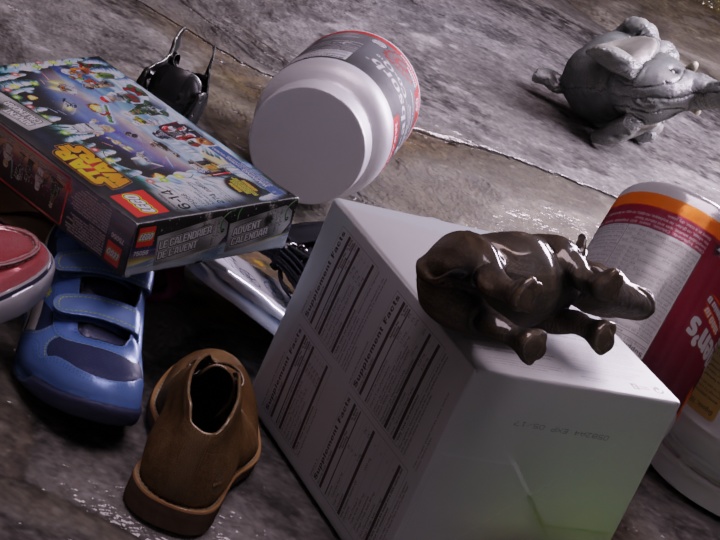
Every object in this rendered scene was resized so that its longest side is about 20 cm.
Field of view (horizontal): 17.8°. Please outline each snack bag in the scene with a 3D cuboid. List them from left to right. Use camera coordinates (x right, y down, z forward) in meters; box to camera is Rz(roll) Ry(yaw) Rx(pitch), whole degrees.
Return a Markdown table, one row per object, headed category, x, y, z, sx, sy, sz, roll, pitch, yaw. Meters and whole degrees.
| category | x | y | z | sx | sy | sz | roll | pitch | yaw |
| --- | --- | --- | --- | --- | --- | --- | --- | --- | --- |
| snack bag | -0.099 | -0.016 | 1.526 | 0.200 | 0.021 | 0.189 | 44 | 3 | 38 |

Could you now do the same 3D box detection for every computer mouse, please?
| category | x | y | z | sx | sy | sz | roll | pitch | yaw |
| --- | --- | --- | --- | --- | --- | --- | --- | --- | --- |
| computer mouse | 0.000 | 0.000 | 1.608 | 0.138 | 0.053 | 0.200 | 41 | 11 | 31 |

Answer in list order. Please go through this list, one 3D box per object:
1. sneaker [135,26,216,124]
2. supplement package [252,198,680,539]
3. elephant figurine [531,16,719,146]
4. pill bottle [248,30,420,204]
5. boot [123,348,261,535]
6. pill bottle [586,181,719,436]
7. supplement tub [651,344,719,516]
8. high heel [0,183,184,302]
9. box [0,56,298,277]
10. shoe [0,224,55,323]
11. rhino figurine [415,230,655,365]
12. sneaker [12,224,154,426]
| category | x | y | z | sx | sy | sz | roll | pitch | yaw |
| --- | --- | --- | --- | --- | --- | --- | --- | --- | --- |
| sneaker | -0.153 | -0.105 | 1.676 | 0.060 | 0.104 | 0.200 | 26 | 19 | 0 |
| supplement package | 0.056 | 0.079 | 1.384 | 0.151 | 0.151 | 0.200 | 11 | 24 | -32 |
| elephant figurine | 0.289 | -0.192 | 2.392 | 0.142 | 0.155 | 0.200 | 45 | 7 | -11 |
| pill bottle | -0.022 | -0.122 | 1.867 | 0.116 | 0.116 | 0.200 | 26 | 20 | 3 |
| boot | -0.084 | 0.078 | 1.332 | 0.073 | 0.076 | 0.200 | 22 | 18 | -4 |
| pill bottle | 0.175 | 0.048 | 1.527 | 0.109 | 0.200 | 0.110 | 27 | -23 | 12 |
| supplement tub | 0.300 | 0.070 | 1.631 | 0.144 | 0.200 | 0.144 | 23 | 19 | -8 |
| high heel | -0.203 | -0.044 | 1.503 | 0.199 | 0.068 | 0.096 | 24 | 8 | -13 |
| box | -0.154 | -0.069 | 1.420 | 0.200 | 0.040 | 0.137 | 35 | 31 | 32 |
| shoe | -0.255 | -0.018 | 1.275 | 0.200 | 0.091 | 0.071 | -8 | 36 | -34 |
| rhino figurine | 0.106 | 0.009 | 1.305 | 0.087 | 0.060 | 0.200 | 25 | 15 | 33 |
| sneaker | -0.162 | 0.022 | 1.370 | 0.074 | 0.082 | 0.200 | 19 | 22 | -22 |
